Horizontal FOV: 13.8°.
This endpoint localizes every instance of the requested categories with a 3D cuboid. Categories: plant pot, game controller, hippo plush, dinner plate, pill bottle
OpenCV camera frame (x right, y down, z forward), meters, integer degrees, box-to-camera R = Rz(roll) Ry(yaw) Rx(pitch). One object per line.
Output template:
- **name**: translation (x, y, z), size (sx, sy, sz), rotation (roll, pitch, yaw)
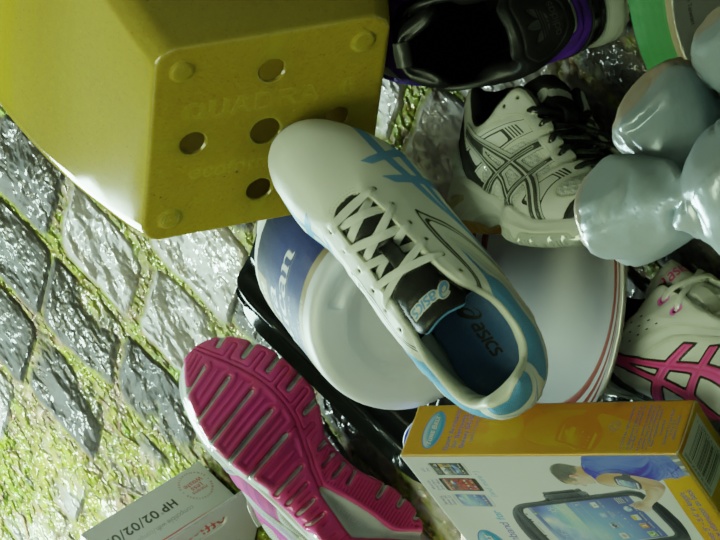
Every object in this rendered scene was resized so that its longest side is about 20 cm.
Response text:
- **plant pot**: translation (-0.083, -0.131, 1.659), size (0.201, 0.199, 0.177), rotation (99, 152, -43)
- **game controller**: translation (-0.001, 0.045, 1.884), size (0.200, 0.042, 0.105), rotation (43, 128, 22)
- **hippo plush**: translation (0.221, -0.033, 1.404), size (0.161, 0.160, 0.200), rotation (38, 169, -23)
- **dinner plate**: translation (0.103, 0.003, 1.676), size (0.200, 0.024, 0.201), rotation (3, 94, 62)
- **pill bottle**: translation (0.000, 0.000, 1.729), size (0.200, 0.111, 0.111), rotation (-133, 24, -69)

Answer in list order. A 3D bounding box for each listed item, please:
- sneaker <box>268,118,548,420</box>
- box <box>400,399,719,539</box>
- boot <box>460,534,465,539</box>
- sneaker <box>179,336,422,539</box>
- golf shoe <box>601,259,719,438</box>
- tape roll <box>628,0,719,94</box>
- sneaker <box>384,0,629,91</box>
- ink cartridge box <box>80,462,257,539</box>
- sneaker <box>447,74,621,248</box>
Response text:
- **sneaker**: translation (0.027, -0.005, 1.581), size (0.200, 0.072, 0.072), rotation (47, -175, 4)
- **box**: translation (0.115, 0.121, 1.635), size (0.199, 0.042, 0.119), rotation (-5, 139, 34)
- **boot**: translation (0.122, 0.164, 1.782), size (0.155, 0.074, 0.201), rotation (30, 134, 41)
- **sneaker**: translation (-0.051, 0.132, 1.951), size (0.200, 0.081, 0.088), rotation (51, 156, -1)
- **golf shoe**: translation (0.186, 0.040, 1.608), size (0.200, 0.072, 0.092), rotation (-8, 107, 54)
- **tape roll**: translation (0.221, -0.124, 1.464), size (0.200, 0.048, 0.201), rotation (31, 136, 35)
- **sneaker**: translation (0.046, -0.132, 1.629), size (0.200, 0.099, 0.070), rotation (-7, 107, 52)
- **ink cartridge box**: translation (-0.141, 0.217, 2.108), size (0.068, 0.115, 0.200), rotation (40, 140, 25)
- **sneaker**: translation (0.101, -0.059, 1.573), size (0.200, 0.075, 0.088), rotation (13, 102, 61)
